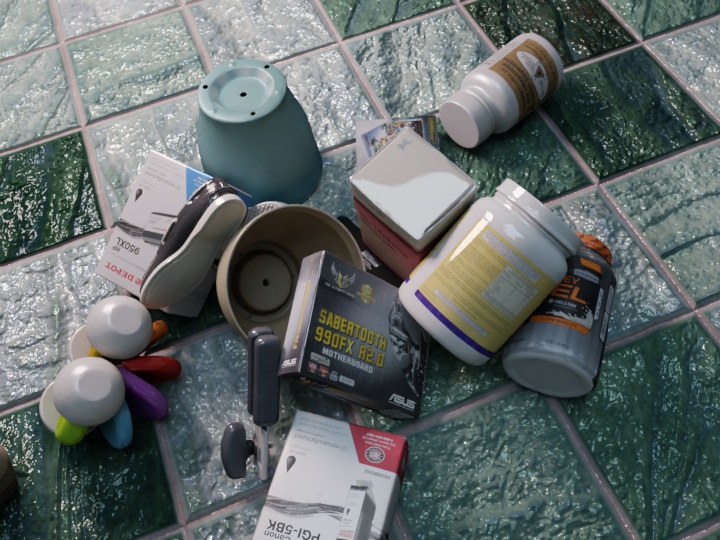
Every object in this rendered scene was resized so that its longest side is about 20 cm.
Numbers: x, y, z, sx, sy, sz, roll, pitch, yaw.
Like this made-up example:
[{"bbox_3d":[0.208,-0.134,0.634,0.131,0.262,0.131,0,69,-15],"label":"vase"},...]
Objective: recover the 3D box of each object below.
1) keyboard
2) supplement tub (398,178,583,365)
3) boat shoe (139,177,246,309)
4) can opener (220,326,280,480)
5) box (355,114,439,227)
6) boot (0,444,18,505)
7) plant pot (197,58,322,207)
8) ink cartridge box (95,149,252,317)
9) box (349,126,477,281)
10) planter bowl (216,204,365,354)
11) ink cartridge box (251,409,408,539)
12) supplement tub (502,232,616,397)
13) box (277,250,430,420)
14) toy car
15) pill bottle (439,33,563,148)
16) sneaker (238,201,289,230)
[{"bbox_3d":[0.000,0.000,1.049,0.104,0.040,0.200,-24,56,-37],"label":"keyboard"},{"bbox_3d":[0.161,0.001,0.870,0.200,0.145,0.145,-49,62,10],"label":"supplement tub"},{"bbox_3d":[-0.230,-0.035,0.924,0.200,0.074,0.060,-51,55,18],"label":"boat shoe"},{"bbox_3d":[-0.136,0.169,0.861,0.067,0.200,0.053,-5,20,-24],"label":"can opener"},{"bbox_3d":[0.062,-0.162,1.135,0.136,0.038,0.200,-3,58,3],"label":"box"},{"bbox_3d":[-0.501,0.289,0.831,0.070,0.146,0.200,27,64,18],"label":"boot"},{"bbox_3d":[-0.169,-0.216,1.099,0.200,0.188,0.200,-2,58,4],"label":"plant pot"},{"bbox_3d":[-0.270,-0.051,1.017,0.144,0.084,0.200,25,91,20],"label":"ink cartridge box"},{"bbox_3d":[0.073,-0.074,0.953,0.109,0.200,0.128,-43,70,-11],"label":"box"},{"bbox_3d":[-0.111,0.016,0.955,0.200,0.200,0.135,-48,22,-22],"label":"planter bowl"},{"bbox_3d":[-0.036,0.286,0.832,0.146,0.083,0.200,11,59,11],"label":"ink cartridge box"},{"bbox_3d":[0.269,0.055,0.931,0.122,0.123,0.200,14,60,13],"label":"supplement tub"},{"bbox_3d":[0.002,0.087,0.893,0.048,0.200,0.159,-17,54,47],"label":"box"},{"bbox_3d":[-0.317,0.142,0.921,0.150,0.175,0.200,29,57,-21],"label":"toy car"},{"bbox_3d":[0.230,-0.294,1.160,0.200,0.114,0.114,-40,63,-19],"label":"pill bottle"},{"bbox_3d":[-0.185,-0.058,1.082,0.200,0.082,0.074,-9,89,19],"label":"sneaker"}]
